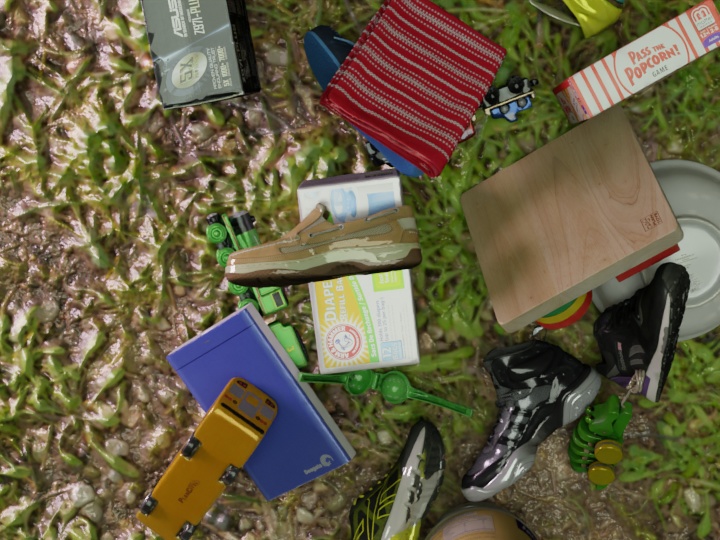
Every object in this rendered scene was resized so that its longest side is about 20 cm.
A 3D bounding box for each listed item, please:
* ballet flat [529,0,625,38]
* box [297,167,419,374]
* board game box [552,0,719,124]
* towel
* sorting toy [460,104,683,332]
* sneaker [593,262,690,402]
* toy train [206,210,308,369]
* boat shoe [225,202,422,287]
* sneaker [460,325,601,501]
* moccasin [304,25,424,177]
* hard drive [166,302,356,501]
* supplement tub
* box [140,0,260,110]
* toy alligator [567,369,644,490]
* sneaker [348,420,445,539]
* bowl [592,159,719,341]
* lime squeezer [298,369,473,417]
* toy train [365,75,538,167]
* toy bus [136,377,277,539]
[{"bbox_3d":[0.186,-0.318,1.353,0.200,0.067,0.067,39,119,-6],"label":"ballet flat"},{"bbox_3d":[0.000,0.000,1.383,0.111,0.101,0.202,-7,98,3],"label":"box"},{"bbox_3d":[0.275,-0.203,1.294,0.151,0.200,0.047,-29,92,5],"label":"board game box"},{"bbox_3d":[0.058,-0.200,1.329,0.144,0.023,0.201,32,56,-4],"label":"towel"},{"bbox_3d":[0.221,-0.042,1.333,0.198,0.201,0.070,-30,132,16],"label":"sorting toy"},{"bbox_3d":[0.282,0.062,1.336,0.087,0.076,0.201,19,143,17],"label":"sneaker"},{"bbox_3d":[-0.112,0.025,1.424,0.056,0.042,0.202,-23,98,-5],"label":"toy train"},{"bbox_3d":[-0.040,-0.029,1.302,0.198,0.072,0.077,-7,84,-3],"label":"boat shoe"},{"bbox_3d":[0.160,0.152,1.419,0.200,0.075,0.114,-45,95,2],"label":"sneaker"},{"bbox_3d":[0.019,-0.183,1.365,0.068,0.081,0.200,-34,77,-20],"label":"moccasin"},{"bbox_3d":[-0.111,0.147,1.421,0.131,0.025,0.201,-30,98,33],"label":"hard drive"},{"bbox_3d":[0.132,0.339,1.382,0.144,0.200,0.147,0,99,2],"label":"supplement tub"},{"bbox_3d":[-0.167,-0.271,1.316,0.085,0.164,0.202,-10,99,3],"label":"box"},{"bbox_3d":[0.258,0.169,1.390,0.054,0.060,0.201,9,136,4],"label":"toy alligator"},{"bbox_3d":[0.029,0.259,1.437,0.084,0.074,0.202,16,83,31],"label":"sneaker"},{"bbox_3d":[0.338,-0.014,1.378,0.199,0.090,0.203,0,98,2],"label":"bowl"},{"bbox_3d":[0.024,0.125,1.421,0.198,0.071,0.038,14,81,-13],"label":"lime squeezer"},{"bbox_3d":[0.101,-0.158,1.391,0.198,0.034,0.046,-22,101,5],"label":"toy train"},{"bbox_3d":[-0.170,0.212,1.412,0.065,0.078,0.200,34,123,-4],"label":"toy bus"}]
